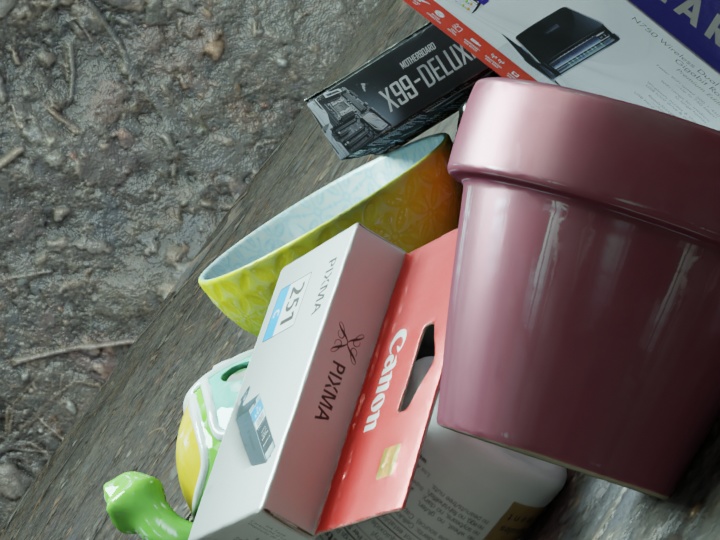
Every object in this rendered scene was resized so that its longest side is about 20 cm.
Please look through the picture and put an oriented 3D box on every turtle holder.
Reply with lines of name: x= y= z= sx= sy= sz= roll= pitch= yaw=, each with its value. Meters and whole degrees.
turtle holder: x=-0.071 y=0.137 z=1.739 sx=0.186 sy=0.132 sz=0.141 roll=-41 pitch=-29 yaw=3

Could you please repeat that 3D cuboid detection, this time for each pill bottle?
pill bottle: x=0.020 y=0.159 z=1.499 sx=0.200 sy=0.114 sz=0.114 roll=-52 pitch=10 yaw=16

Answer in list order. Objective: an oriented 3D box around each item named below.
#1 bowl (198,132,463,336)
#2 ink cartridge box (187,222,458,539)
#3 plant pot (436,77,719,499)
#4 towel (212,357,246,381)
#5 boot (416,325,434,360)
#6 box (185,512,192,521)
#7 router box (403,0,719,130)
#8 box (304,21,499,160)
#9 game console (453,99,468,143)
bowl: x=0.000 y=0.000 z=1.752 sx=0.200 sy=0.108 sz=0.200 roll=-30 pitch=7 yaw=4
ink cartridge box: x=-0.014 y=0.064 z=1.481 sx=0.176 sy=0.045 sz=0.200 roll=-29 pitch=37 yaw=53
plant pot: x=0.126 y=0.015 z=1.310 sx=0.200 sy=0.200 sz=0.179 roll=-177 pitch=107 yaw=-78
towel: x=-0.078 y=0.162 z=1.873 sx=0.153 sy=0.023 sz=0.200 roll=156 pitch=109 yaw=-73
boot: x=0.046 y=0.040 z=1.661 sx=0.200 sy=0.138 sz=0.077 roll=-150 pitch=73 yaw=-81
box: x=-0.103 y=0.219 z=2.090 sx=0.193 sy=0.048 sz=0.200 roll=-52 pitch=11 yaw=30
router box: x=0.131 y=-0.151 z=1.494 sx=0.049 sy=0.200 sz=0.179 roll=-56 pitch=10 yaw=-20
box: x=0.057 y=-0.139 z=1.766 sx=0.158 sy=0.050 sz=0.200 roll=-32 pitch=-2 yaw=11
game console: x=0.128 y=-0.083 z=1.726 sx=0.119 sy=0.172 sz=0.200 roll=-16 pitch=-5 yaw=0
